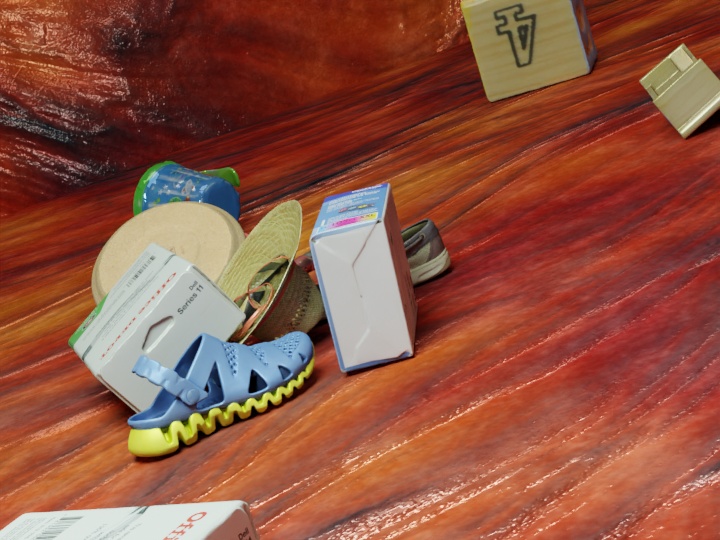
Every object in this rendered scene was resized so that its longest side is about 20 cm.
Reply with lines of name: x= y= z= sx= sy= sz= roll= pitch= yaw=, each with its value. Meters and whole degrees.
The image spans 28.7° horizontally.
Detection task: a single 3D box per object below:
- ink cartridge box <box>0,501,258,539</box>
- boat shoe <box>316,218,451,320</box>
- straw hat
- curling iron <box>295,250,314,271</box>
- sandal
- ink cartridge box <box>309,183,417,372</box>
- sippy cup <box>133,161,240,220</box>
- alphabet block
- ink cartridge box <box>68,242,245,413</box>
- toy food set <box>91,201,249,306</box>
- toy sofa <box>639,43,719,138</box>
ink cartridge box: x=-0.169 y=0.212 z=0.847 sx=0.198 sy=0.084 sz=0.146 roll=-10 pitch=15 yaw=35
boat shoe: x=0.000 y=0.000 z=1.540 sx=0.198 sy=0.065 sz=0.072 roll=-21 pitch=15 yaw=-4
straw hat: x=-0.083 y=0.034 z=1.452 sx=0.201 sy=0.085 sz=0.202 roll=-48 pitch=22 yaw=27
curling iron: x=-0.067 y=-0.013 z=1.760 sx=0.199 sy=0.026 sz=0.050 roll=-26 pitch=-23 yaw=-41
sandal: x=-0.131 y=0.096 z=1.294 sx=0.199 sy=0.088 sz=0.079 roll=-24 pitch=12 yaw=-28
ink cartridge box: x=0.008 y=-0.001 z=1.377 sx=0.076 sy=0.138 sz=0.200 roll=-11 pitch=14 yaw=8
sippy cup: x=-0.260 y=-0.097 z=2.176 sx=0.129 sy=0.180 sz=0.139 roll=6 pitch=-18 yaw=39
alphabet block: x=0.317 y=-0.449 z=2.625 sx=0.198 sy=0.198 sz=0.195 roll=-14 pitch=12 yaw=18
ink cartridge box: x=-0.212 y=0.060 z=1.441 sx=0.147 sy=0.083 sz=0.200 roll=-49 pitch=19 yaw=-7
toy food set: x=-0.220 y=-0.002 z=1.653 sx=0.197 sy=0.049 sz=0.200 roll=-33 pitch=49 yaw=-12
toy sofa: x=0.438 y=-0.229 z=1.866 sx=0.083 sy=0.098 sz=0.200 roll=-41 pitch=8 yaw=14
